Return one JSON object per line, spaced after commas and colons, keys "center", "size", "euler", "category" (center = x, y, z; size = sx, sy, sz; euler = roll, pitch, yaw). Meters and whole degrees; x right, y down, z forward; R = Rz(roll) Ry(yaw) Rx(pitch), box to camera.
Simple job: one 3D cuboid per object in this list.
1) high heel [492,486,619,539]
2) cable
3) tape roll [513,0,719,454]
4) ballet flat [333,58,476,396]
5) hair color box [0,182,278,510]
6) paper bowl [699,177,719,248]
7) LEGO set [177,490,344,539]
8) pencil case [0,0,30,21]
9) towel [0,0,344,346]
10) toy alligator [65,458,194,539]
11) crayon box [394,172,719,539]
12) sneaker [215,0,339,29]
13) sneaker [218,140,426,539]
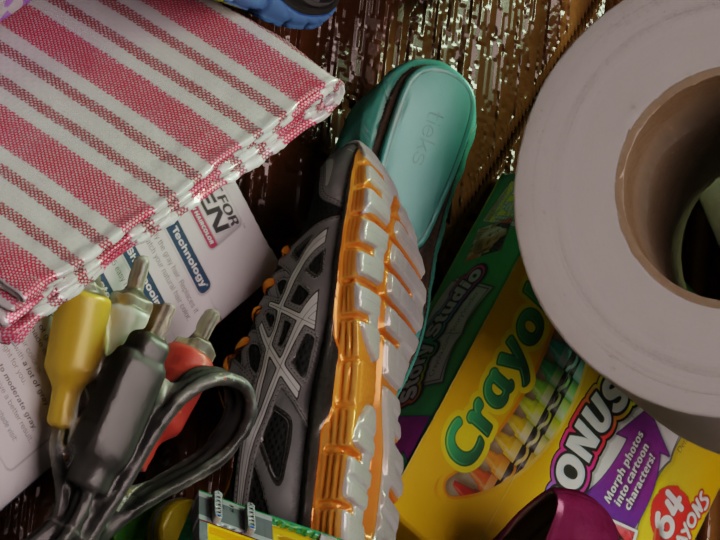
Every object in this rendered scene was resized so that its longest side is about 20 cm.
{"center": [0.034, 0.173, 1.348], "size": [0.200, 0.067, 0.096], "euler": [-44, 141, -2], "category": "high heel"}
{"center": [-0.112, 0.092, 1.225], "size": [0.097, 0.050, 0.201], "euler": [32, 79, -29], "category": "cable"}
{"center": [0.180, -0.022, 1.339], "size": [0.139, 0.202, 0.204], "euler": [34, 63, -69], "category": "tape roll"}
{"center": [0.000, 0.000, 1.371], "size": [0.067, 0.070, 0.201], "euler": [25, 74, -15], "category": "ballet flat"}
{"center": [-0.135, 0.013, 1.265], "size": [0.200, 0.060, 0.100], "euler": [-41, 115, -33], "category": "hair color box"}
{"center": [0.232, -0.021, 1.504], "size": [0.104, 0.201, 0.201], "euler": [-24, 108, 7], "category": "paper bowl"}
{"center": [-0.035, 0.191, 1.188], "size": [0.153, 0.116, 0.200], "euler": [28, 107, -13], "category": "LEGO set"}
{"center": [-0.168, -0.136, 1.229], "size": [0.200, 0.085, 0.084], "euler": [-42, 107, -32], "category": "pencil case"}
{"center": [-0.124, -0.060, 1.242], "size": [0.200, 0.146, 0.030], "euler": [-37, 149, -34], "category": "towel"}
{"center": [-0.062, 0.147, 1.320], "size": [0.200, 0.059, 0.054], "euler": [36, 66, -32], "category": "toy alligator"}
{"center": [0.095, 0.080, 1.453], "size": [0.173, 0.058, 0.200], "euler": [44, 62, -29], "category": "crayon box"}
{"center": [-0.043, -0.155, 1.293], "size": [0.083, 0.071, 0.200], "euler": [-60, 165, 8], "category": "sneaker"}
{"center": [-0.022, 0.036, 1.286], "size": [0.078, 0.077, 0.201], "euler": [49, 43, -54], "category": "sneaker"}
